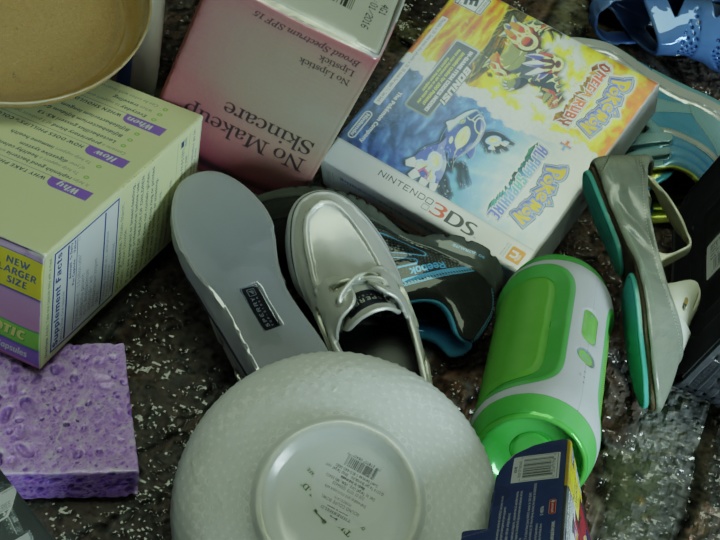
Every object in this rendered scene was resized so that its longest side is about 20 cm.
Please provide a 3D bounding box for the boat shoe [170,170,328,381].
[{"bbox_3d":[-0.078,0.025,1.155,0.071,0.070,0.200,-18,61,-24],"label":"boat shoe"}]

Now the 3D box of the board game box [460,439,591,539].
[{"bbox_3d":[0.104,0.229,0.944,0.062,0.200,0.200,-9,19,12],"label":"board game box"}]

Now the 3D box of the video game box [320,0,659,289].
[{"bbox_3d":[0.099,-0.103,1.295,0.182,0.047,0.200,31,69,16],"label":"video game box"}]

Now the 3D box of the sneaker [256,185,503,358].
[{"bbox_3d":[0.000,0.000,1.199,0.200,0.073,0.082,15,49,4],"label":"sneaker"}]

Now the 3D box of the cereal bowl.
[{"bbox_3d":[-0.015,0.140,0.990,0.200,0.083,0.200,0,75,-1],"label":"cereal bowl"}]

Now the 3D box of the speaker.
[{"bbox_3d":[0.123,0.069,1.130,0.088,0.089,0.200,17,32,3],"label":"speaker"}]

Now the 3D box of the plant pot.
[{"bbox_3d":[-0.246,-0.185,1.185,0.200,0.027,0.200,6,53,-9],"label":"plant pot"}]

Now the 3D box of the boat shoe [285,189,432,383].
[{"bbox_3d":[0.002,0.031,1.128,0.072,0.066,0.200,-13,73,-10],"label":"boat shoe"}]

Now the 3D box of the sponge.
[{"bbox_3d":[-0.243,0.094,1.076,0.200,0.030,0.112,0,45,-13],"label":"sponge"}]

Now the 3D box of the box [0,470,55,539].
[{"bbox_3d":[-0.221,0.219,0.945,0.158,0.050,0.200,-24,56,-32],"label":"box"}]

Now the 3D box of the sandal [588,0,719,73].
[{"bbox_3d":[0.278,-0.209,1.476,0.200,0.080,0.087,27,49,24],"label":"sandal"}]

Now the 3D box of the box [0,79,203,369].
[{"bbox_3d":[-0.234,-0.053,1.156,0.176,0.097,0.200,22,39,14],"label":"box"}]

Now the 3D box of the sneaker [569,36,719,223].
[{"bbox_3d":[0.199,-0.109,1.351,0.200,0.080,0.131,21,44,8],"label":"sneaker"}]

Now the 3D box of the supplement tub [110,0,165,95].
[{"bbox_3d":[-0.251,-0.199,1.291,0.200,0.132,0.132,5,45,-9],"label":"supplement tub"}]

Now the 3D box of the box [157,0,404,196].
[{"bbox_3d":[-0.066,-0.142,1.218,0.128,0.200,0.109,25,45,-6],"label":"box"}]

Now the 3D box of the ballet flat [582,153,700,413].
[{"bbox_3d":[0.206,0.002,1.191,0.064,0.067,0.200,-9,61,-3],"label":"ballet flat"}]

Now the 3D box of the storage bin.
[{"bbox_3d":[0.295,-0.002,1.214,0.094,0.135,0.200,25,44,-11],"label":"storage bin"}]
